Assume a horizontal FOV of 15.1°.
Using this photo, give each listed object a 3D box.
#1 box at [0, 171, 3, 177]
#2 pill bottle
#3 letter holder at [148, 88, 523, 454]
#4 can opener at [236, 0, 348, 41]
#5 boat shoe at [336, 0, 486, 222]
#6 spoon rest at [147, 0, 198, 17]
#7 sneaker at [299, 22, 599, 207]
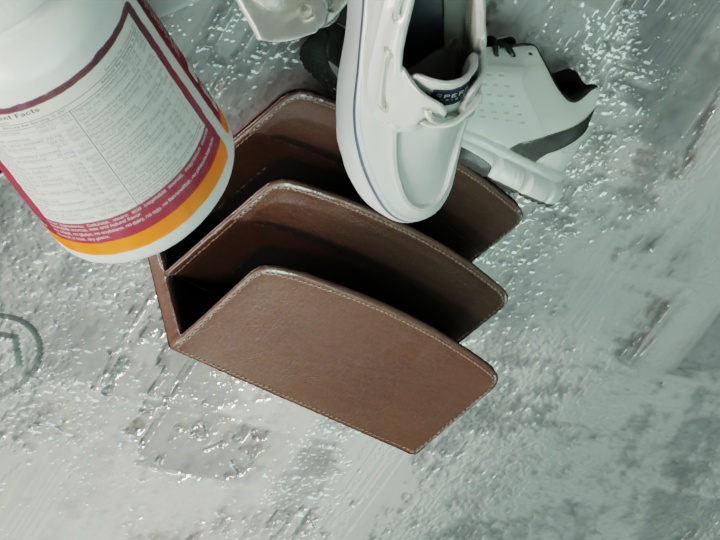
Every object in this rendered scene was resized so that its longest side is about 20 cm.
[{"bbox_3d":[-0.233,-0.117,1.386,0.110,0.035,0.200,-31,137,8],"label":"box"},{"bbox_3d":[-0.149,-0.101,1.336,0.109,0.110,0.200,-28,136,6],"label":"pill bottle"},{"bbox_3d":[0.000,0.000,1.549,0.142,0.101,0.200,-40,136,25],"label":"letter holder"},{"bbox_3d":[-0.068,-0.203,1.312,0.053,0.067,0.200,-28,100,5],"label":"can opener"},{"bbox_3d":[0.031,-0.103,1.401,0.073,0.065,0.200,-25,130,-25],"label":"boat shoe"},{"bbox_3d":[-0.080,-0.176,1.375,0.199,0.061,0.100,-19,138,-5],"label":"spoon rest"},{"bbox_3d":[0.051,-0.105,1.509,0.200,0.074,0.080,21,105,-41],"label":"sneaker"}]
